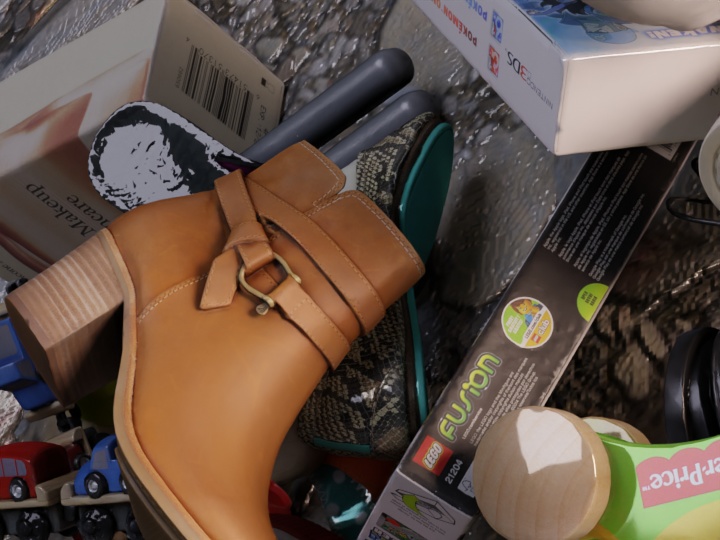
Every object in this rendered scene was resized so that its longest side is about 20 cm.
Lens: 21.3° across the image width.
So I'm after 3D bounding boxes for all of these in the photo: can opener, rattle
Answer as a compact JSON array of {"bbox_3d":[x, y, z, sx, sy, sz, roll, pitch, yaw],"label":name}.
[{"bbox_3d":[-0.048,-0.044,1.012,0.199,0.066,0.053,-33,85,20],"label":"can opener"},{"bbox_3d":[-0.034,0.067,0.935,0.199,0.142,0.132,1,93,32],"label":"rattle"}]

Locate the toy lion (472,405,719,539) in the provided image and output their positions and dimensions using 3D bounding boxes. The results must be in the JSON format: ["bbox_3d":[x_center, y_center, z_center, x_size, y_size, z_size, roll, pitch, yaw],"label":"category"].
[{"bbox_3d":[0.147,0.122,0.616,0.199,0.068,0.193,-17,73,28],"label":"toy lion"}]

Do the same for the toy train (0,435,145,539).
[{"bbox_3d":[-0.149,0.099,0.859,0.199,0.034,0.046,-7,93,35],"label":"toy train"}]

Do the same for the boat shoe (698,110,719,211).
[{"bbox_3d":[0.215,-0.022,0.638,0.199,0.072,0.060,21,48,15],"label":"boat shoe"}]

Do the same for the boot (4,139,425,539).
[{"bbox_3d":[-0.036,0.040,0.777,0.154,0.074,0.201,-29,65,-16],"label":"boot"}]

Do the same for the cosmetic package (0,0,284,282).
[{"bbox_3d":[-0.152,-0.069,1.117,0.199,0.103,0.088,-23,45,37],"label":"cosmetic package"}]

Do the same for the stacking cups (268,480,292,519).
[{"bbox_3d":[-0.098,0.177,0.865,0.201,0.060,0.060,-60,35,6],"label":"stacking cups"}]

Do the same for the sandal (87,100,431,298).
[{"bbox_3d":[-0.059,-0.027,0.957,0.199,0.048,0.076,24,88,23],"label":"sandal"}]

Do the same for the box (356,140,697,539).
[{"bbox_3d":[0.067,0.026,0.763,0.201,0.035,0.110,-57,-5,-26],"label":"box"}]

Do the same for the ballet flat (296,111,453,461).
[{"bbox_3d":[0.000,0.000,0.867,0.075,0.068,0.201,0,47,8],"label":"ballet flat"}]

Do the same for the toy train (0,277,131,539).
[{"bbox_3d":[-0.134,0.101,0.905,0.034,0.046,0.202,-20,92,41],"label":"toy train"}]

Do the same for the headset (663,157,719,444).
[{"bbox_3d":[0.172,0.038,0.712,0.123,0.094,0.201,-35,55,20],"label":"headset"}]

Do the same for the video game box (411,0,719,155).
[{"bbox_3d":[0.131,-0.113,0.776,0.182,0.198,0.047,-126,34,-55],"label":"video game box"}]

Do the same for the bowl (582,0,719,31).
[{"bbox_3d":[0.138,-0.161,0.678,0.199,0.075,0.200,-30,24,4],"label":"bowl"}]

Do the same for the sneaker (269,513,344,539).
[{"bbox_3d":[0.008,0.188,0.776,0.199,0.078,0.117,29,114,42],"label":"sneaker"}]
